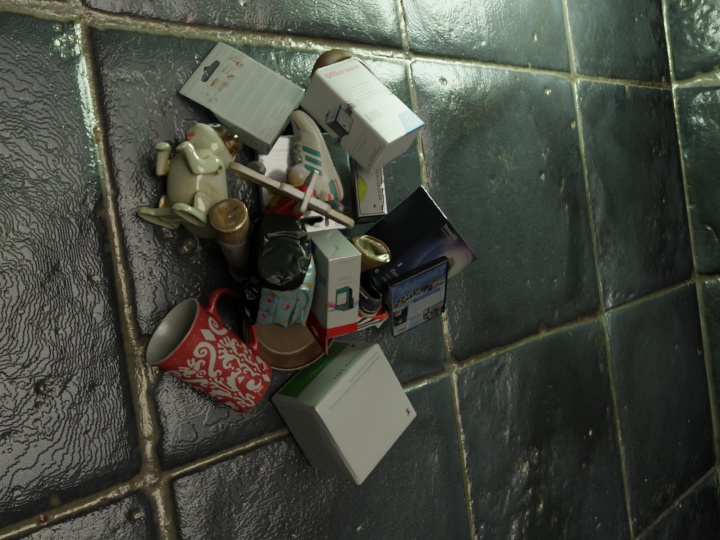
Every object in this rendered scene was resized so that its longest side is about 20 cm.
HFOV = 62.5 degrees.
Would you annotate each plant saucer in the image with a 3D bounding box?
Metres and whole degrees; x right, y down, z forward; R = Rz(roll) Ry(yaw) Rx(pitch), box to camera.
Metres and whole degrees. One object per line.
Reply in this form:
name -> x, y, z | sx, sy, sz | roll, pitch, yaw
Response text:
plant saucer -> -0.141, 0.099, 1.191 | 0.197, 0.037, 0.204 | -5, 104, -21
plant saucer -> -0.019, -0.388, 1.294 | 0.198, 0.036, 0.204 | 4, 83, -38

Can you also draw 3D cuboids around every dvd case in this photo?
dvd case -> 0.128, 0.061, 1.313 | 0.141, 0.018, 0.201 | -25, 144, -14

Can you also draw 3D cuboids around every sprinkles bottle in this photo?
sprinkles bottle -> -0.222, -0.048, 1.082 | 0.067, 0.201, 0.069 | 0, 63, 0

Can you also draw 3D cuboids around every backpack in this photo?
backpack -> -0.143, 0.020, 1.043 | 0.124, 0.201, 0.169 | 10, 51, -6

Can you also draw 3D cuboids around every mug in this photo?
mug -> -0.250, 0.147, 1.070 | 0.177, 0.134, 0.200 | -43, 122, 5

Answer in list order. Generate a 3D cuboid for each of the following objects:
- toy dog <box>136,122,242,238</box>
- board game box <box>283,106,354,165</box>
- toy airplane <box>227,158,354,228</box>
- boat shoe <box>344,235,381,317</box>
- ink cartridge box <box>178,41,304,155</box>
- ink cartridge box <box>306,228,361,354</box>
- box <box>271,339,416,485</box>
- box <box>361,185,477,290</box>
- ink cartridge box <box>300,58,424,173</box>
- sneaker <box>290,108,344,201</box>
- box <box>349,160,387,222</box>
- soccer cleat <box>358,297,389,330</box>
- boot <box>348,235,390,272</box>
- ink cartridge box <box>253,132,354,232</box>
toy dog -> -0.282, -0.172, 1.078 | 0.193, 0.138, 0.203 | 24, 71, -44
board game box -> -0.052, -0.296, 1.320 | 0.200, 0.061, 0.201 | -47, 114, -31
toy airplane -> -0.124, -0.140, 1.096 | 0.201, 0.196, 0.143 | 64, 34, -56
boat shoe -> 0.000, 0.000, 1.290 | 0.072, 0.063, 0.202 | -7, 61, -27
ink cartridge box -> -0.231, -0.340, 1.171 | 0.198, 0.047, 0.162 | 28, 62, -4
ink cartridge box -> -0.055, 0.040, 1.103 | 0.066, 0.116, 0.203 | -10, 121, -23
box -> -0.032, 0.281, 1.217 | 0.199, 0.170, 0.202 | -41, 114, -33
box -> 0.125, -0.044, 1.311 | 0.198, 0.124, 0.200 | -40, 142, 10
ink cartridge box -> 0.004, -0.306, 1.161 | 0.200, 0.086, 0.146 | 44, 44, 9
sneaker -> -0.108, -0.213, 1.173 | 0.092, 0.070, 0.202 | -28, 107, -14
box -> 0.010, -0.165, 1.273 | 0.059, 0.200, 0.119 | -6, 91, -6
soccer cleat -> -0.031, 0.101, 1.305 | 0.197, 0.086, 0.069 | -1, 51, -22
boot -> -0.067, -0.026, 1.195 | 0.173, 0.199, 0.067 | 13, 65, -40
ink cartridge box -> -0.116, -0.179, 1.235 | 0.193, 0.043, 0.204 | -8, 100, -21
